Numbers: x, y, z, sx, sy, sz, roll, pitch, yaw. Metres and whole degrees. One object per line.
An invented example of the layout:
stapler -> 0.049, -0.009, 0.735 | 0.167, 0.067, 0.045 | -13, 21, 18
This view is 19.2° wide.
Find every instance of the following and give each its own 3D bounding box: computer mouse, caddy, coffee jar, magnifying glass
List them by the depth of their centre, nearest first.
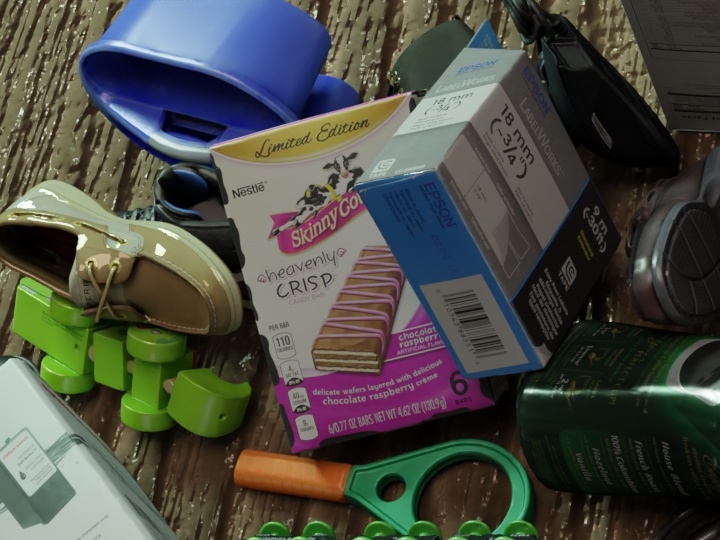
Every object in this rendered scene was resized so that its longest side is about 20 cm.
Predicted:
coffee jar -> 0.195, 0.084, 1.212 | 0.200, 0.085, 0.104 | 3, 38, 42
magnifying glass -> 0.013, 0.137, 1.328 | 0.200, 0.022, 0.080 | 7, 62, 24
computer mouse -> 0.122, -0.139, 1.359 | 0.046, 0.200, 0.140 | -39, 45, 13
caddy -> -0.100, -0.118, 1.463 | 0.200, 0.141, 0.105 | 16, 63, 31

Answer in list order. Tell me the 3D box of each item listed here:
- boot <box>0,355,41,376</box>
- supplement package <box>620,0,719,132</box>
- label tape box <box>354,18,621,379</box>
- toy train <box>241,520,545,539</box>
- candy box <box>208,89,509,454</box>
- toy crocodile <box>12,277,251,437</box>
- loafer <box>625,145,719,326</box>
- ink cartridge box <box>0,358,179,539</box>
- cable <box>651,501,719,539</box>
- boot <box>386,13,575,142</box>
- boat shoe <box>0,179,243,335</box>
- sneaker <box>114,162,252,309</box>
boot -> -0.278, 0.086, 1.366 | 0.066, 0.200, 0.165 | -2, 58, 22
supplement package -> 0.256, -0.201, 1.330 | 0.151, 0.200, 0.152 | 4, 60, 25
label tape box -> 0.093, -0.053, 1.291 | 0.063, 0.144, 0.200 | -12, 29, 37
toy train -> 0.018, 0.180, 1.274 | 0.200, 0.042, 0.056 | -3, 102, 23
candy box -> 0.000, 0.000, 1.327 | 0.136, 0.061, 0.200 | -15, 93, 13
toy crocodile -> -0.159, 0.055, 1.425 | 0.200, 0.068, 0.062 | 22, 26, 35
loafer -> 0.191, -0.015, 1.287 | 0.063, 0.072, 0.200 | -16, 17, 30
ink cartridge box -> -0.165, 0.168, 1.302 | 0.083, 0.147, 0.200 | -39, 52, -4
cable -> 0.244, 0.133, 1.235 | 0.097, 0.050, 0.200 | 12, 50, 47
boot -> 0.031, -0.083, 1.437 | 0.200, 0.077, 0.138 | -31, 47, -14
boat shoe -> -0.162, 0.003, 1.381 | 0.200, 0.074, 0.066 | 21, 38, 36
sneaker -> -0.137, -0.033, 1.440 | 0.200, 0.112, 0.073 | 4, 58, 23
